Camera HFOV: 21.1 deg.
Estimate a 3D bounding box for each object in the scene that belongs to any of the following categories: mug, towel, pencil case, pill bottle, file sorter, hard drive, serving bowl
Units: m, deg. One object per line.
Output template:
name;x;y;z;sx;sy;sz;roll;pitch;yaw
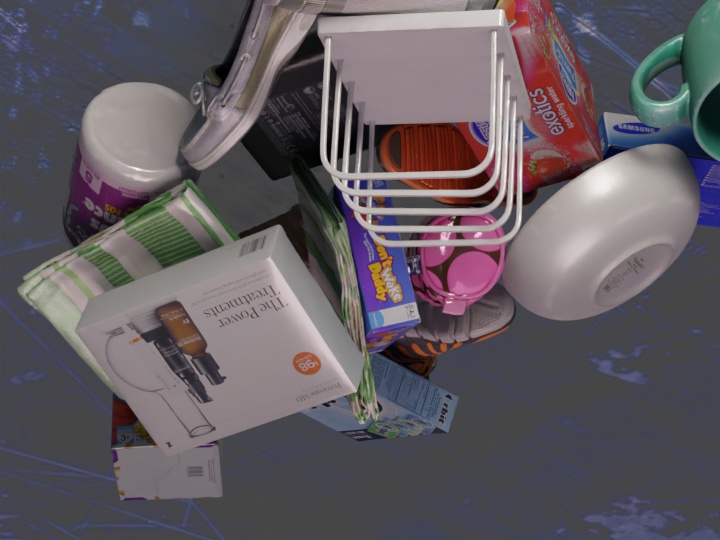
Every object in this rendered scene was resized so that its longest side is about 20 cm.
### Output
mug;0.331;-0.178;1.611;0.184;0.115;0.152;15;141;-22
towel;-0.027;0.017;1.698;0.023;0.153;0.201;-15;120;-10
towel;-0.179;0.021;1.668;0.199;0.023;0.153;-29;116;26
pencil case;0.082;-0.008;1.761;0.090;0.095;0.200;-1;180;0
pill bottle;-0.206;-0.064;1.718;0.111;0.113;0.201;6;142;-13
file sorter;0.051;-0.102;1.475;0.137;0.126;0.200;0;165;11
hard drive;-0.017;-0.154;1.680;0.198;0.033;0.140;-17;142;18
serving bowl;0.225;-0.020;1.714;0.199;0.066;0.201;-26;152;-14

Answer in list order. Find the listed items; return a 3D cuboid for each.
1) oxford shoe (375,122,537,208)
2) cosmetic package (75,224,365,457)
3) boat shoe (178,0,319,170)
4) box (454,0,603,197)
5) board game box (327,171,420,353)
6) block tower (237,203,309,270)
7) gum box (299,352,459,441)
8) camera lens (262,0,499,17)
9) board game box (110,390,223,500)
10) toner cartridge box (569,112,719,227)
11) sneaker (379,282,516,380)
oxford shoe;0.073;-0.086;1.724;0.073;0.072;0.199;-9;164;41
cosmetic package;-0.118;0.063;1.634;0.199;0.052;0.151;-21;121;23
boat shoe;-0.098;-0.174;1.587;0.064;0.075;0.203;28;114;-17
box;0.127;-0.161;1.630;0.099;0.096;0.200;-15;142;18
board game box;0.000;0.000;1.737;0.044;0.136;0.200;-12;173;-11
block tower;-0.130;0.010;1.783;0.199;0.058;0.054;-29;171;-25
gum box;-0.028;0.112;1.958;0.199;0.045;0.169;30;157;-26
camera lens;0.013;-0.265;1.425;0.198;0.161;0.160;5;143;-12
board game box;-0.187;0.110;1.879;0.102;0.201;0.105;-2;145;-2
toner cartridge box;0.303;-0.089;1.788;0.198;0.043;0.095;7;141;-15
sneaker;0.075;0.063;1.960;0.198;0.078;0.112;-7;149;23
